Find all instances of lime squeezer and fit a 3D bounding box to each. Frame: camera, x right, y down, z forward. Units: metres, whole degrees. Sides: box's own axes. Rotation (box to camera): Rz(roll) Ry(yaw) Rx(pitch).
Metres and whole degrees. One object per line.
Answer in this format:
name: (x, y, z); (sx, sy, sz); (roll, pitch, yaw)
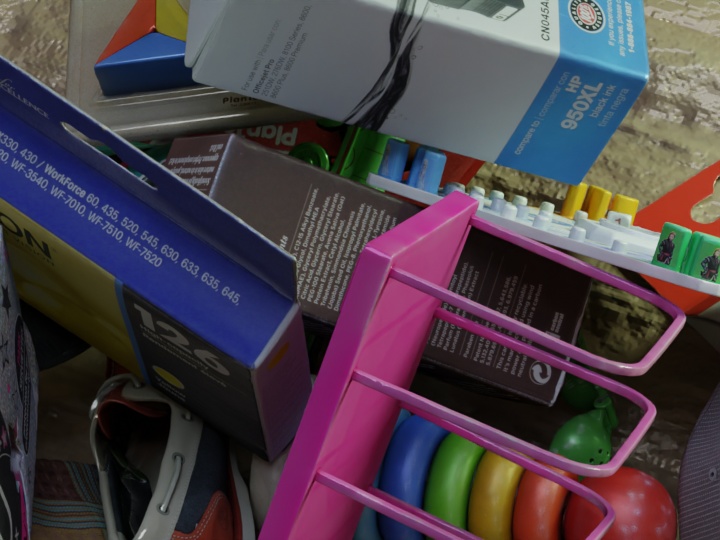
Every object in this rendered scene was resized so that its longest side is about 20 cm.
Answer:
lime squeezer: (0.099, 0.072, 1.198); (0.071, 0.038, 0.200); (-12, 46, 36)

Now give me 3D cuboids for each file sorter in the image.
file sorter: (0.043, 0.091, 1.008); (0.125, 0.200, 0.139); (24, 17, 12)

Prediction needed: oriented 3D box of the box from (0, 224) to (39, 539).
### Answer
box: (-0.210, 0.091, 1.004); (0.132, 0.115, 0.200); (-3, 54, 0)

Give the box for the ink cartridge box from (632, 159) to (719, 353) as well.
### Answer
ink cartridge box: (0.249, -0.005, 1.231); (0.162, 0.057, 0.200); (-31, 62, -18)

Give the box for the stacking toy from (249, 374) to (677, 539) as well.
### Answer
stacking toy: (0.052, 0.104, 1.120); (0.200, 0.085, 0.085); (8, 53, 20)

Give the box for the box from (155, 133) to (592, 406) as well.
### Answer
box: (0.000, 0.000, 1.148); (0.200, 0.100, 0.075); (19, 85, -21)

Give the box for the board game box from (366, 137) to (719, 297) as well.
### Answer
board game box: (0.136, -0.018, 1.141); (0.200, 0.200, 0.026); (19, 96, 37)

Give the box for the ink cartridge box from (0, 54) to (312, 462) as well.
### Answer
ink cartridge box: (-0.112, -0.008, 1.039); (0.197, 0.200, 0.047); (34, 75, 13)

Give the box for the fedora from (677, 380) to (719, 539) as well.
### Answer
fedora: (0.208, 0.101, 1.090); (0.177, 0.201, 0.090); (-7, 8, -43)

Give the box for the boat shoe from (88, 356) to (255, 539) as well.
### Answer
boat shoe: (-0.100, 0.082, 1.143); (0.071, 0.063, 0.200); (-45, 34, 20)

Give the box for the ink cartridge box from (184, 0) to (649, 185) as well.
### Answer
ink cartridge box: (0.027, -0.140, 1.117); (0.200, 0.084, 0.145); (14, 49, -16)

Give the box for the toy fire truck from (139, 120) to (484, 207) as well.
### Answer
toy fire truck: (-0.015, -0.091, 1.289); (0.200, 0.112, 0.168); (10, 78, 12)

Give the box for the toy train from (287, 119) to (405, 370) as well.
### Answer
toy train: (-0.018, -0.030, 1.216); (0.056, 0.042, 0.200); (22, 90, 3)

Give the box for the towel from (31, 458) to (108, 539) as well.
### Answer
towel: (-0.106, 0.157, 1.089); (0.022, 0.147, 0.200); (-52, 56, 18)

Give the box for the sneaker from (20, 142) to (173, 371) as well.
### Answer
sneaker: (-0.150, -0.009, 1.220); (0.200, 0.121, 0.084); (-27, 99, -11)

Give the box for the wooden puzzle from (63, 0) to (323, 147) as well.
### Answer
wooden puzzle: (-0.062, -0.155, 1.209); (0.185, 0.046, 0.200); (-7, 53, 7)
